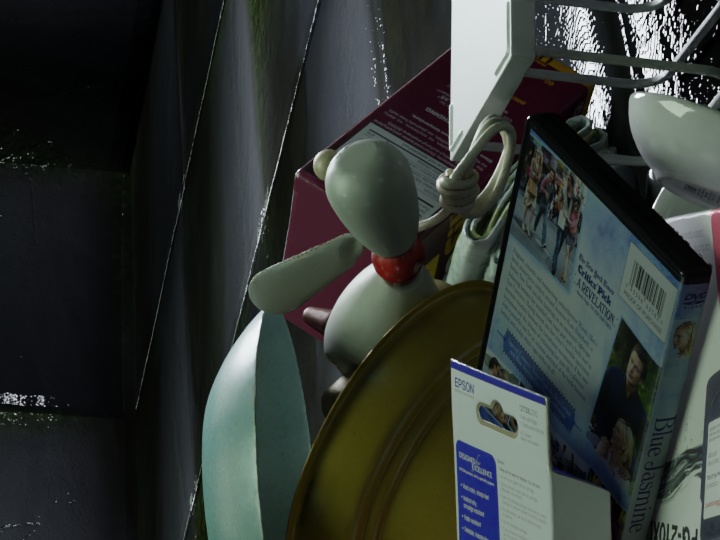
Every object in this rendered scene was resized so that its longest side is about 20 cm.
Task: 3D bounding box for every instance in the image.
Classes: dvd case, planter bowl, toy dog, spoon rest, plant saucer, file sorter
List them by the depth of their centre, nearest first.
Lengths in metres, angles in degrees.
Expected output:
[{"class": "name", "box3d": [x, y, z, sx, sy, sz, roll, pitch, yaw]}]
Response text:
[{"class": "dvd case", "box3d": [0.095, 0.049, 1.147, 0.143, 0.017, 0.201, -128, 40, -50]}, {"class": "spoon rest", "box3d": [0.168, -0.053, 1.202, 0.200, 0.099, 0.061, 87, -156, -82]}, {"class": "planter bowl", "box3d": [0.056, 0.112, 1.320, 0.083, 0.200, 0.201, 27, 122, 29]}, {"class": "toy dog", "box3d": [0.000, 0.000, 1.322, 0.096, 0.132, 0.201, 28, 129, 29]}, {"class": "plant saucer", "box3d": [-0.055, 0.118, 1.350, 0.201, 0.039, 0.202, -5, -90, -83]}, {"class": "file sorter", "box3d": [0.121, -0.171, 1.359, 0.139, 0.124, 0.201, 121, 152, -68]}]

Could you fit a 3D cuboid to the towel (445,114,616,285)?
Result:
[{"class": "towel", "box3d": [0.082, 0.026, 1.479, 0.171, 0.048, 0.201, -46, -26, -51]}]

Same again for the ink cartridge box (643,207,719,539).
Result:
[{"class": "ink cartridge box", "box3d": [0.179, 0.076, 1.074, 0.145, 0.084, 0.201, 167, 107, -79]}]

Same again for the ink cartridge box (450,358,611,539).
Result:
[{"class": "ink cartridge box", "box3d": [0.076, 0.143, 1.146, 0.095, 0.037, 0.201, -161, 64, -64]}]

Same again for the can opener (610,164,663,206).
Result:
[{"class": "can opener", "box3d": [0.155, 0.018, 1.296, 0.067, 0.052, 0.200, 90, 178, -46]}]

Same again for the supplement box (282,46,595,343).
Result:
[{"class": "supplement box", "box3d": [0.044, -0.045, 1.505, 0.200, 0.085, 0.111, -42, -26, -41]}]
